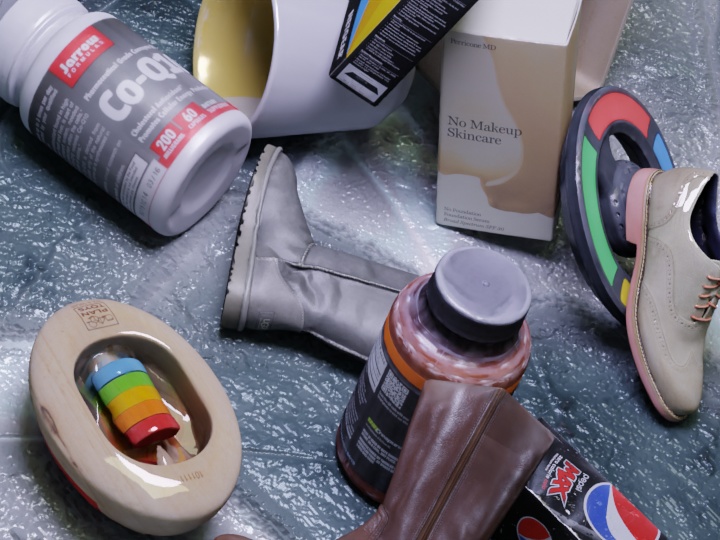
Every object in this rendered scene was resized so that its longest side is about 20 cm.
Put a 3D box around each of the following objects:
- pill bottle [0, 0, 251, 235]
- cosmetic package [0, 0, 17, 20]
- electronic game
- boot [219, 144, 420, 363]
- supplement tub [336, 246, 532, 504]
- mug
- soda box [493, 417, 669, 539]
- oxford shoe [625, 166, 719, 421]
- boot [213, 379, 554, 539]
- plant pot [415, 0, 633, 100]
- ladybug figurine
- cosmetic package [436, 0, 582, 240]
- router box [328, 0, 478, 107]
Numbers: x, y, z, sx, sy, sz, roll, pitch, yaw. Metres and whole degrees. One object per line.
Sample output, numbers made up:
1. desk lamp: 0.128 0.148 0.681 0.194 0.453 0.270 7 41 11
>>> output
1. pill bottle: -0.193 -0.128 1.687 0.200 0.114 0.114 37 46 14
2. cosmetic package: -0.294 -0.314 1.783 0.165 0.165 0.200 35 44 13
3. electronic game: 0.217 -0.050 1.753 0.200 0.041 0.202 23 62 -53
4. boot: 0.000 0.000 1.675 0.198 0.073 0.183 11 59 -3
5. supplement tub: 0.057 0.075 1.536 0.106 0.201 0.107 12 46 -12
6. mug: -0.044 -0.193 1.792 0.152 0.150 0.188 3 54 -30
7. soda box: 0.169 0.203 1.552 0.063 0.071 0.200 -28 64 -40
8. oxford shoe: 0.254 0.017 1.697 0.071 0.073 0.202 -5 90 -52
9. boot: 0.013 0.146 1.455 0.185 0.201 0.064 24 10 -10
10. plant pot: 0.117 -0.271 1.881 0.199 0.201 0.177 -11 38 -46
11. ladybug figurine: -0.162 0.106 1.510 0.135 0.072 0.201 -12 55 -30
12. cosmetic package: 0.117 -0.126 1.735 0.104 0.201 0.071 8 43 11
13. router box: 0.050 -0.244 1.699 0.051 0.149 0.201 32 41 -18
